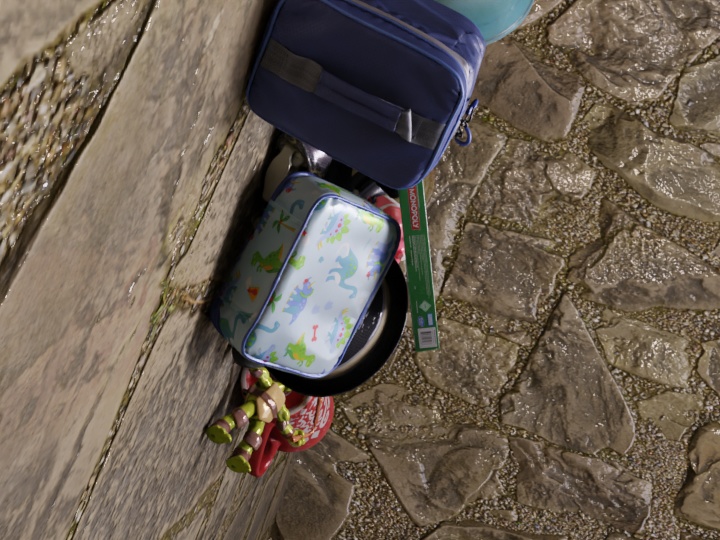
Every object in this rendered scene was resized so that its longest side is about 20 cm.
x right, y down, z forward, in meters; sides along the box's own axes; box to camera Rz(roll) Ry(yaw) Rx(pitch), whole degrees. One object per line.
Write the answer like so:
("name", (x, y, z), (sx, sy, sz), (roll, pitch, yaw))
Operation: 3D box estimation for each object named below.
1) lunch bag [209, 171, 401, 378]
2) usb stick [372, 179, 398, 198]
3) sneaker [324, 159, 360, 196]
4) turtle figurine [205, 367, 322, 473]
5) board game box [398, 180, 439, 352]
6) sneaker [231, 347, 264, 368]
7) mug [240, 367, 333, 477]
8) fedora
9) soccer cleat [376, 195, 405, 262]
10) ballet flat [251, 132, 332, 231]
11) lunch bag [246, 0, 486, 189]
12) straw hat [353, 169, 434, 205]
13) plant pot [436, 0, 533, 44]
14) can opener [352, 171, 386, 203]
("lunch bag", (-0.053, 0.009, 1.306), (0.160, 0.082, 0.201), (19, 101, -46))
("usb stick", (-0.004, -0.147, 1.383), (0.200, 0.032, 0.056), (42, 32, -46))
("sneaker", (-0.058, -0.103, 1.451), (0.129, 0.079, 0.201), (-38, -131, 41))
("turtle figurine", (-0.133, 0.171, 1.618), (0.161, 0.064, 0.201), (-48, 134, -37))
("board game box", (0.061, -0.031, 1.369), (0.135, 0.029, 0.202), (-88, 172, -69))
("sneaker", (-0.104, 0.033, 1.547), (0.201, 0.075, 0.091), (-58, 144, -32))
("mug", (-0.107, 0.199, 1.788), (0.200, 0.132, 0.179), (87, 1, -72))
("fedora", (-0.043, 0.043, 1.435), (0.202, 0.199, 0.092), (-69, 161, -9))
("soccer cleat", (0.000, 0.000, 1.541), (0.201, 0.066, 0.077), (-56, -138, 25))
("ballet flat", (-0.085, -0.072, 1.340), (0.072, 0.072, 0.201), (-64, 174, -57))
("lunch bag", (0.010, -0.163, 1.072), (0.136, 0.199, 0.133), (-66, 177, 35))
("straw hat", (-0.007, -0.130, 1.644), (0.085, 0.200, 0.202), (62, 39, -40))
("plant pot", (0.122, -0.415, 1.564), (0.188, 0.199, 0.201), (75, 33, -63))
("can opener", (-0.005, -0.096, 1.538), (0.199, 0.063, 0.079), (-32, 141, -14))
